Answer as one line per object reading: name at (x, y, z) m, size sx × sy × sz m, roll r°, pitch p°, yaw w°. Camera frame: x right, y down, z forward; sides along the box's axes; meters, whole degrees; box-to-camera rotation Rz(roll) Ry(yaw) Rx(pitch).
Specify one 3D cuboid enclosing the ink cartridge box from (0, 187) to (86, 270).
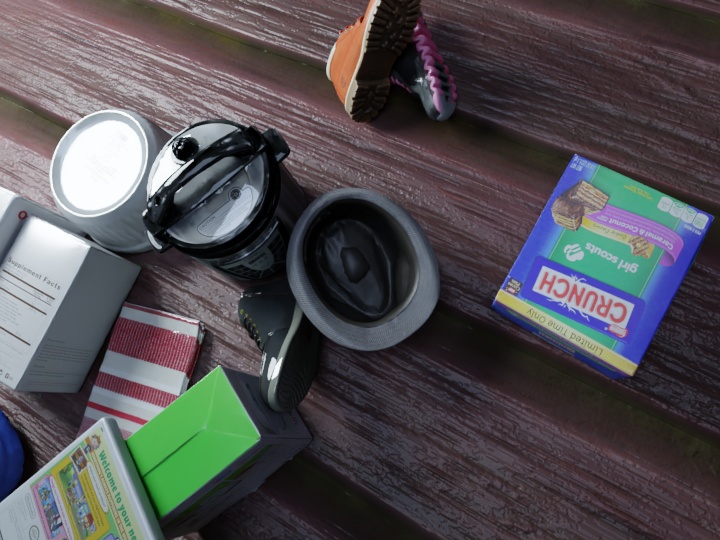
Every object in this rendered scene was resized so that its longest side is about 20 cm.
ink cartridge box at (-0.510, -0.006, 0.780) m, size 0.083 × 0.145 × 0.203 m, roll 22°, pitch 82°, yaw 16°

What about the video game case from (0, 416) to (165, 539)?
video game case at (-0.277, 0.282, 0.529) m, size 0.181 × 0.022 × 0.201 m, roll -39°, pitch 64°, yaw 1°

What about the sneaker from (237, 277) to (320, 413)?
sneaker at (-0.112, 0.092, 0.684) m, size 0.104 × 0.076 × 0.202 m, roll -9°, pitch 39°, yaw 17°

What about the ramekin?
ramekin at (-0.350, -0.136, 0.799) m, size 0.196 × 0.105 × 0.205 m, roll -3°, pitch 75°, yaw 12°

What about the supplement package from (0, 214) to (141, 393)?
supplement package at (-0.425, 0.050, 0.760) m, size 0.118 × 0.121 × 0.203 m, roll 23°, pitch 81°, yaw 16°

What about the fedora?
fedora at (0.000, 0.000, 0.687) m, size 0.176 × 0.090 × 0.201 m, roll -39°, pitch 85°, yaw -7°

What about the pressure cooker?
pressure cooker at (-0.171, -0.088, 0.698) m, size 0.175 × 0.200 × 0.180 m, roll 9°, pitch 77°, yaw 14°

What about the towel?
towel at (-0.304, 0.156, 0.760) m, size 0.141 × 0.023 × 0.204 m, roll 11°, pitch 77°, yaw 17°

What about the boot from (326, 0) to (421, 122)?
boot at (0.008, -0.316, 0.736) m, size 0.074 × 0.201 × 0.108 m, roll -9°, pitch 54°, yaw -35°

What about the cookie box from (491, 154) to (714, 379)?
cookie box at (0.276, -0.005, 0.643) m, size 0.169 × 0.075 × 0.202 m, roll 29°, pitch 85°, yaw 17°

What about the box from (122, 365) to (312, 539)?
box at (-0.177, 0.219, 0.634) m, size 0.199 × 0.177 × 0.097 m, roll -38°, pitch 70°, yaw 1°

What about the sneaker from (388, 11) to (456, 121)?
sneaker at (0.066, -0.286, 0.772) m, size 0.095 × 0.078 × 0.203 m, roll -30°, pitch 71°, yaw 29°

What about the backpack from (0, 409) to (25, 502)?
backpack at (-0.561, 0.278, 0.713) m, size 0.199 × 0.168 × 0.163 m, roll -41°, pitch 78°, yaw -4°
